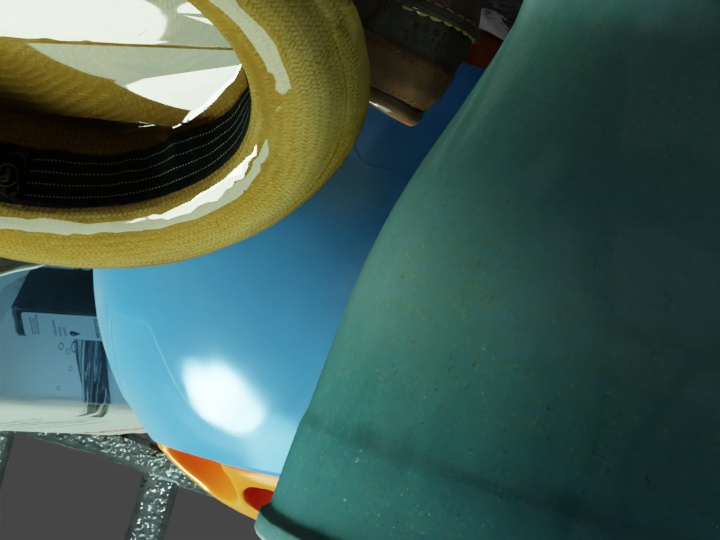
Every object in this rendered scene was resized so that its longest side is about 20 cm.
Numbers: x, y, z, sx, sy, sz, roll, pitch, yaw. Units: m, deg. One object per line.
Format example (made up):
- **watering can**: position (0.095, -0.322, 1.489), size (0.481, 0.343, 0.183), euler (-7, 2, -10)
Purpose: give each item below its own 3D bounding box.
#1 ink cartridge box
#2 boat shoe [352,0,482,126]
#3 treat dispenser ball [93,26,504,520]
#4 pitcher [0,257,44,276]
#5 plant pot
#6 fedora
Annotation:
- **ink cartridge box**: position (-0.157, 0.023, 0.912), size (0.199, 0.084, 0.144), euler (7, 170, -36)
- **boat shoe**: position (-0.046, -0.088, 0.655), size (0.199, 0.068, 0.072), euler (15, 178, 41)
- **treat dispenser ball**: position (0.000, 0.000, 0.815), size (0.200, 0.202, 0.201), euler (16, 179, 0)
- **pitcher**: position (-0.196, -0.057, 0.716), size (0.121, 0.201, 0.171), euler (-31, 179, -29)
- **plant pot**: position (0.090, 0.015, 0.644), size (0.199, 0.189, 0.200), euler (17, 179, 0)
- **fedora**: position (-0.090, -0.081, 0.578), size (0.199, 0.082, 0.201), euler (9, 146, 6)
